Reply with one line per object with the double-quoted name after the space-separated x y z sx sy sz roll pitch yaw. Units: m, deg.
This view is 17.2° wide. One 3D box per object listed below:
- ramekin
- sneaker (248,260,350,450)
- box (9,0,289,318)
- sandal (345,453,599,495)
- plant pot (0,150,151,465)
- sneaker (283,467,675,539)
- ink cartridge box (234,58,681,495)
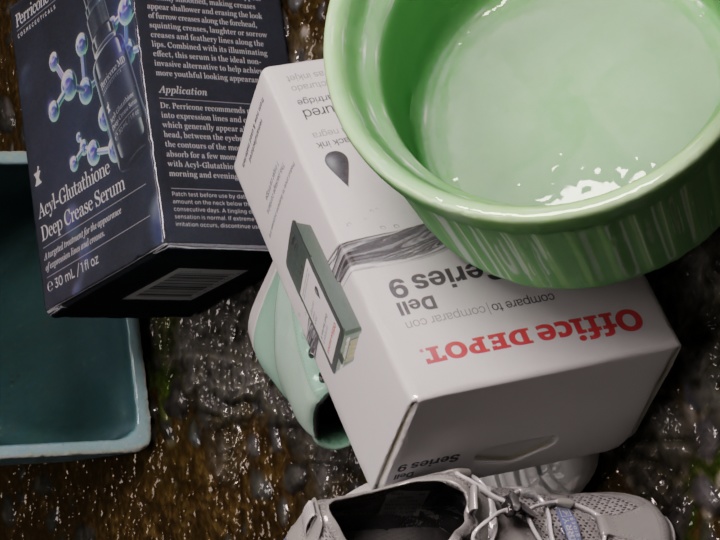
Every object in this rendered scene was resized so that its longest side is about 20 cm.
0.091 -0.090 1.058 0.199 0.098 0.201 -7 63 14 "ramekin"
0.000 0.000 1.273 0.118 0.073 0.201 -122 37 -46 "sneaker"
-0.120 -0.087 1.417 0.148 0.107 0.201 -27 67 51 "box"
0.054 0.128 1.225 0.202 0.050 0.083 -35 76 37 "sandal"
-0.272 0.040 1.564 0.200 0.195 0.197 -24 70 60 "plant pot"
0.057 0.129 1.085 0.082 0.199 0.075 106 150 -45 "sneaker"
0.044 -0.007 1.144 0.084 0.145 0.201 110 142 -51 "ink cartridge box"
